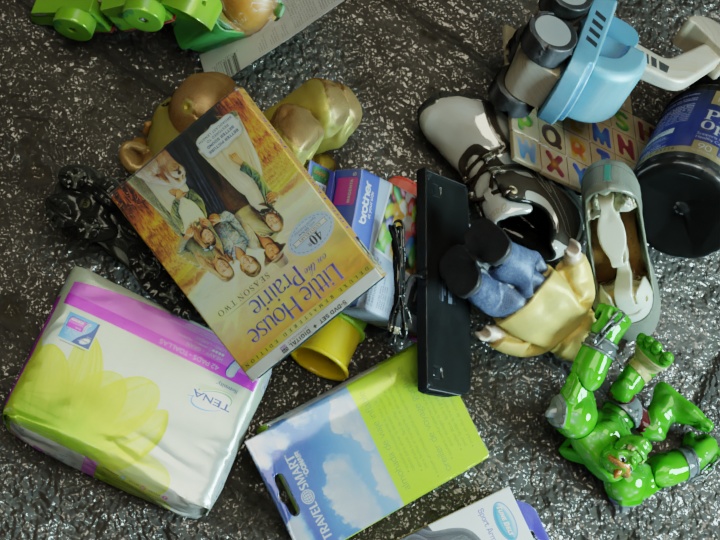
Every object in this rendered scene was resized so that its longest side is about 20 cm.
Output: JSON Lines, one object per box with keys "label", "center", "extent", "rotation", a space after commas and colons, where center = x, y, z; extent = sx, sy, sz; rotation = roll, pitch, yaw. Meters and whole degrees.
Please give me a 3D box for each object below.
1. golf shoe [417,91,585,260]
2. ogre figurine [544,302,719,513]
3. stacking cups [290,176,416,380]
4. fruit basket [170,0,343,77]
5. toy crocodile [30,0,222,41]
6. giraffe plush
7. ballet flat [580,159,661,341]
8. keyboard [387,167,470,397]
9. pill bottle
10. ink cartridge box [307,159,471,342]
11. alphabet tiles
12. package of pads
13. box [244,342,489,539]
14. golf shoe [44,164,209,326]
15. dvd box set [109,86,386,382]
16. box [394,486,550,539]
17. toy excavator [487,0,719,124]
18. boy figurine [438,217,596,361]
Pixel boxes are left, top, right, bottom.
{"label": "golf shoe", "center": [0.130, -0.089, 1.409], "extent": [0.200, 0.078, 0.095], "rotation": [37, 40, 1]}
{"label": "ogre figurine", "center": [0.247, 0.140, 1.377], "extent": [0.120, 0.200, 0.098], "rotation": [-44, 44, -11]}
{"label": "stacking cups", "center": [0.000, 0.000, 1.380], "extent": [0.060, 0.061, 0.201], "rotation": [27, 68, -5]}
{"label": "fruit basket", "center": [-0.097, -0.294, 1.385], "extent": [0.199, 0.094, 0.186], "rotation": [-29, 77, 25]}
{"label": "toy crocodile", "center": [-0.217, -0.244, 1.365], "extent": [0.199, 0.062, 0.068], "rotation": [0, 64, 29]}
{"label": "giraffe plush", "center": [-0.118, -0.113, 1.355], "extent": [0.162, 0.172, 0.201], "rotation": [34, 103, 9]}
{"label": "ballet flat", "center": [0.238, -0.005, 1.385], "extent": [0.067, 0.201, 0.064], "rotation": [-8, 30, 13]}
{"label": "keyboard", "center": [0.059, 0.009, 1.323], "extent": [0.127, 0.020, 0.202], "rotation": [17, 69, -52]}
{"label": "pill bottle", "center": [0.331, -0.109, 1.442], "extent": [0.112, 0.112, 0.200], "rotation": [35, 44, -1]}
{"label": "ink cartridge box", "center": [0.021, -0.014, 1.335], "extent": [0.199, 0.042, 0.120], "rotation": [23, 73, -44]}
{"label": "alphabet tiles", "center": [0.220, -0.137, 1.454], "extent": [0.199, 0.008, 0.168], "rotation": [22, 49, -28]}
{"label": "package of pads", "center": [-0.193, 0.110, 1.293], "extent": [0.199, 0.068, 0.155], "rotation": [25, 69, -5]}
{"label": "box", "center": [0.003, 0.159, 1.331], "extent": [0.199, 0.048, 0.123], "rotation": [-27, 89, -20]}
{"label": "golf shoe", "center": [-0.180, -0.025, 1.321], "extent": [0.200, 0.094, 0.078], "rotation": [38, 93, 6]}
{"label": "dvd box set", "center": [-0.094, -0.029, 1.247], "extent": [0.146, 0.029, 0.200], "rotation": [-38, 88, 9]}
{"label": "box", "center": [0.088, 0.278, 1.326], "extent": [0.199, 0.041, 0.120], "rotation": [-23, 80, -17]}
{"label": "toy excavator", "center": [0.243, -0.195, 1.403], "extent": [0.199, 0.100, 0.195], "rotation": [28, 51, -3]}
{"label": "boy figurine", "center": [0.163, 0.025, 1.360], "extent": [0.200, 0.065, 0.124], "rotation": [31, 105, -41]}
